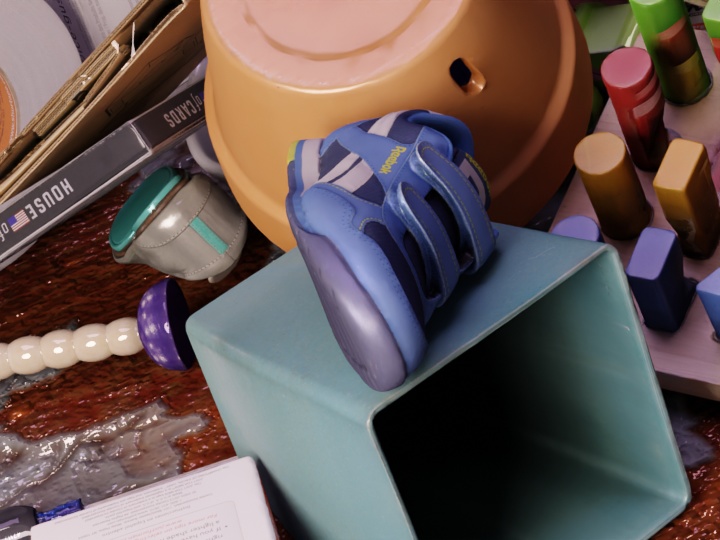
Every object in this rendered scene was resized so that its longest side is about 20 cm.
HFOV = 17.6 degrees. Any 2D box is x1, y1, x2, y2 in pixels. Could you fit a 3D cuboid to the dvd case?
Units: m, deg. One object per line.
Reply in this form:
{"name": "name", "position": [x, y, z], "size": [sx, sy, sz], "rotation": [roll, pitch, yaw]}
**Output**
{"name": "dvd case", "position": [-0.158, -0.045, 1.288], "size": [0.200, 0.025, 0.150], "rotation": [-33, 5, 29]}

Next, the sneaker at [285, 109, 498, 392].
{"name": "sneaker", "position": [0.016, -0.019, 0.981], "size": [0.082, 0.074, 0.200], "rotation": [-18, 25, 5]}

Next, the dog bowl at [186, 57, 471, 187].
{"name": "dog bowl", "position": [-0.005, -0.120, 1.330], "size": [0.200, 0.079, 0.200], "rotation": [-31, 41, 30]}

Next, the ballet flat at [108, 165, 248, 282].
{"name": "ballet flat", "position": [-0.101, -0.019, 1.314], "size": [0.067, 0.064, 0.200], "rotation": [-51, 9, -4]}

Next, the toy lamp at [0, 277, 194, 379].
{"name": "toy lamp", "position": [-0.193, 0.049, 1.264], "size": [0.200, 0.058, 0.058], "rotation": [-13, 31, 10]}

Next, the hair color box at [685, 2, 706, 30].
{"name": "hair color box", "position": [0.196, -0.080, 1.265], "size": [0.101, 0.061, 0.200], "rotation": [-8, 33, 18]}

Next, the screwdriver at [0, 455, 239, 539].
{"name": "screwdriver", "position": [-0.122, 0.111, 1.156], "size": [0.200, 0.028, 0.029], "rotation": [-22, 60, -5]}

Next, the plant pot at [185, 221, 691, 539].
{"name": "plant pot", "position": [0.020, 0.058, 1.065], "size": [0.141, 0.141, 0.200], "rotation": [-33, 30, -24]}

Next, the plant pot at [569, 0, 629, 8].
{"name": "plant pot", "position": [0.131, -0.256, 1.416], "size": [0.200, 0.179, 0.200], "rotation": [-15, 13, 4]}

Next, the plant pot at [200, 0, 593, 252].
{"name": "plant pot", "position": [0.005, -0.113, 1.149], "size": [0.200, 0.140, 0.200], "rotation": [-6, 65, 13]}

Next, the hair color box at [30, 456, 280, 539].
{"name": "hair color box", "position": [-0.075, 0.172, 1.001], "size": [0.111, 0.064, 0.200], "rotation": [-18, 29, -2]}

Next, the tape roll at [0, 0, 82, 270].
{"name": "tape roll", "position": [-0.263, -0.090, 1.380], "size": [0.200, 0.200, 0.066], "rotation": [-32, 34, -23]}

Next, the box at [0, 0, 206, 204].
{"name": "box", "position": [-0.111, -0.119, 1.261], "size": [0.163, 0.021, 0.200], "rotation": [-44, 0, 26]}

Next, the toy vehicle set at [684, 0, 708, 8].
{"name": "toy vehicle set", "position": [0.268, -0.126, 1.183], "size": [0.200, 0.027, 0.124], "rotation": [18, 0, -4]}

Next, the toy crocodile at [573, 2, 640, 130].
{"name": "toy crocodile", "position": [0.097, -0.115, 1.324], "size": [0.200, 0.062, 0.068], "rotation": [-14, 44, 58]}

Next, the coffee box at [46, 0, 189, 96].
{"name": "coffee box", "position": [-0.155, -0.225, 1.541], "size": [0.200, 0.200, 0.198], "rotation": [-35, 34, -25]}

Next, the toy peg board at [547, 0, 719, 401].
{"name": "toy peg board", "position": [0.183, -0.048, 1.103], "size": [0.200, 0.098, 0.199], "rotation": [12, 61, 29]}
